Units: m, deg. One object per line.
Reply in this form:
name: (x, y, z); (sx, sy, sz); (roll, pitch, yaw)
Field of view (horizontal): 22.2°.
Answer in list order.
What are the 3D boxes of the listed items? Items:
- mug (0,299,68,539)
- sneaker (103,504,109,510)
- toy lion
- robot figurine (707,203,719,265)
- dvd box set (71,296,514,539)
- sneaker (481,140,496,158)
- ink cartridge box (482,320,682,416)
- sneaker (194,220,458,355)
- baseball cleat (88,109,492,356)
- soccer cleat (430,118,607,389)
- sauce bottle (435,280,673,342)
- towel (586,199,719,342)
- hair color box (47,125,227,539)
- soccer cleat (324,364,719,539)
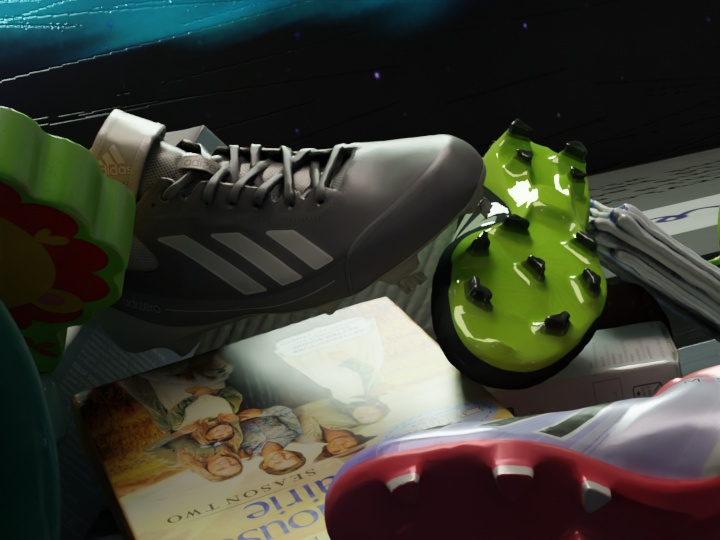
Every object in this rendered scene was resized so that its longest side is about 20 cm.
mug: (-0.185, 0.081, 0.654); (0.113, 0.153, 0.185); (-12, -30, 17)
sneaker: (-0.149, 0.086, 0.927); (0.199, 0.071, 0.080); (-7, 9, 35)
toy lion: (-0.172, -0.004, 0.715); (0.190, 0.069, 0.200); (-3, -28, 14)
robot figurine: (0.283, -0.028, 0.989); (0.198, 0.117, 0.175); (-9, 13, 28)
dvd box set: (-0.022, 0.071, 0.683); (0.145, 0.030, 0.200); (-17, 21, -12)
sneaker: (0.008, -0.036, 1.029); (0.199, 0.074, 0.118); (3, -22, -31)
ink cartridge box: (0.042, 0.070, 0.798); (0.198, 0.051, 0.109); (-11, 5, 8)
sneaker: (0.000, -0.001, 0.935); (0.198, 0.073, 0.114); (-9, 3, 8)
baseball cleat: (-0.050, -0.026, 0.724); (0.199, 0.107, 0.070); (-23, 27, 33)
soccer cleat: (0.061, 0.008, 0.754); (0.067, 0.082, 0.200); (21, 26, 0)
sauce bottle: (0.076, 0.045, 0.943); (0.066, 0.067, 0.200); (-14, -1, -31)
towel: (0.155, 0.007, 0.885); (0.146, 0.024, 0.200); (34, 2, -7)
hair color box: (-0.127, 0.032, 0.847); (0.099, 0.061, 0.201); (-1, 53, 51)
soccer cleat: (0.088, 0.065, 0.582); (0.198, 0.067, 0.077); (-6, 24, 1)
